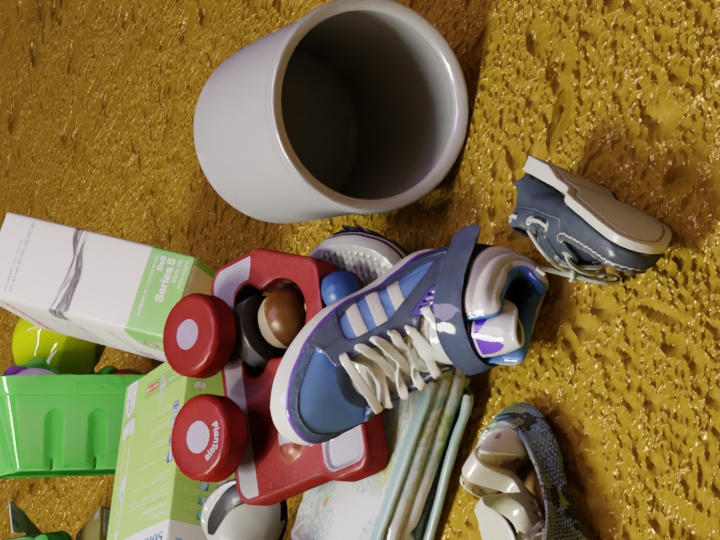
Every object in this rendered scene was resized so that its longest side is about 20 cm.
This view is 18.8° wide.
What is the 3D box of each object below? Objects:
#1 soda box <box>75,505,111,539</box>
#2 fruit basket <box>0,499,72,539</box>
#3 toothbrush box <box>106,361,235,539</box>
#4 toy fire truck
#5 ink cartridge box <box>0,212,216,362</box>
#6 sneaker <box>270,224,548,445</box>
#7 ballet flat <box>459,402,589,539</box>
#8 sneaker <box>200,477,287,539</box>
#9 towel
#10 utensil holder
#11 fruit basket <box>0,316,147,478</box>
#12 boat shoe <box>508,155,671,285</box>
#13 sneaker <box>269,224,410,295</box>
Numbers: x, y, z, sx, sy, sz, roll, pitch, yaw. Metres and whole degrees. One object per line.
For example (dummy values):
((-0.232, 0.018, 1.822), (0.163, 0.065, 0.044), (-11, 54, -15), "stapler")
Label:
((-0.228, 0.325, 2.030), (0.064, 0.068, 0.201), (-48, 34, 43), "soda box")
((-0.316, 0.332, 2.109), (0.200, 0.093, 0.186), (101, 161, -71), "fruit basket")
((-0.157, 0.188, 1.945), (0.146, 0.086, 0.201), (-32, 46, 55), "toothbrush box")
((-0.053, 0.076, 1.656), (0.168, 0.112, 0.201), (-24, 64, 37), "toy fire truck")
((-0.224, 0.022, 1.998), (0.145, 0.199, 0.084), (43, -117, -67), "ink cartridge box")
((0.043, 0.051, 1.520), (0.200, 0.081, 0.146), (-41, 24, -27), "sneaker")
((0.102, 0.148, 1.436), (0.074, 0.074, 0.200), (-62, 26, 24), "ballet flat")
((-0.091, 0.247, 1.769), (0.080, 0.073, 0.200), (-115, 26, -45), "sneaker")
((0.017, 0.149, 1.648), (0.201, 0.048, 0.171), (-71, 21, 5), "towel")
((-0.030, -0.122, 1.775), (0.200, 0.169, 0.171), (-10, 66, 66), "utensil holder")
((-0.280, 0.100, 2.124), (0.155, 0.215, 0.216), (-19, 58, 61), "fruit basket")
((0.145, -0.025, 1.445), (0.062, 0.075, 0.200), (-67, 23, 9), "boat shoe")
((0.000, 0.000, 1.708), (0.079, 0.079, 0.200), (-37, 8, -29), "sneaker")
